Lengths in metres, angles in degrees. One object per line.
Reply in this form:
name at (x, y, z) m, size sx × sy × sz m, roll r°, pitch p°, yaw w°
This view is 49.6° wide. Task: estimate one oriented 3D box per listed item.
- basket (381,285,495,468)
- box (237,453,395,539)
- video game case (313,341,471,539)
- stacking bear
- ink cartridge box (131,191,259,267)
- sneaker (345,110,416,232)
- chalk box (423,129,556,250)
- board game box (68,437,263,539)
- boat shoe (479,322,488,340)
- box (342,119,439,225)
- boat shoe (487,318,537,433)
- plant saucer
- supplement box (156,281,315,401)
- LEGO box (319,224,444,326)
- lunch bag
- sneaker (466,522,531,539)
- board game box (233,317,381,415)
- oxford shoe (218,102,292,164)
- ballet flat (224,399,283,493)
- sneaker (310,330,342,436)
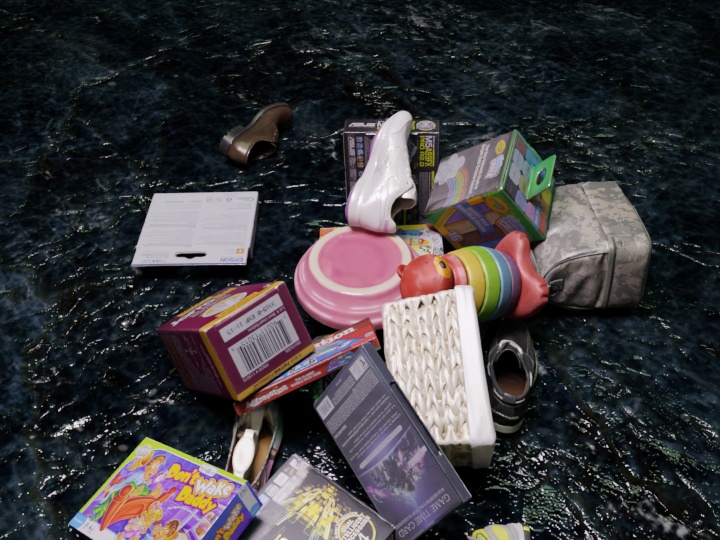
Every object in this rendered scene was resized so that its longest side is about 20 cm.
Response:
basket at (0.094, 0.140, 0.978) m, size 0.120 × 0.136 × 0.205 m, roll -7°, pitch 65°, yaw 3°
box at (-0.077, 0.327, 0.878) m, size 0.159 × 0.050 × 0.200 m, roll 27°, pitch 50°, yaw 27°
video game case at (0.029, 0.203, 0.894) m, size 0.019 × 0.143 × 0.202 m, roll -19°, pitch 66°, yaw -41°
stacking bear at (0.143, 0.018, 1.087) m, size 0.196 × 0.114 × 0.124 m, roll -1°, pitch 59°, yaw -32°
ink cartridge box at (-0.279, -0.061, 1.345) m, size 0.191 × 0.044 × 0.203 m, roll 0°, pitch 43°, yaw 1°
sneaker at (0.051, -0.145, 1.180) m, size 0.098 × 0.075 × 0.204 m, roll 18°, pitch 73°, yaw 13°
chalk box at (0.218, -0.118, 1.199) m, size 0.197 × 0.124 × 0.126 m, roll -14°, pitch 44°, yaw 44°
board game box at (-0.225, 0.279, 0.891) m, size 0.197 × 0.045 × 0.135 m, roll 7°, pitch 45°, yaw 41°
boat shoe at (0.117, 0.100, 1.125) m, size 0.198 × 0.058 × 0.066 m, roll -32°, pitch 48°, yaw -29°
box at (0.053, -0.152, 1.308) m, size 0.156 × 0.204 × 0.045 m, roll 0°, pitch 37°, yaw 5°
boat shoe at (0.212, 0.129, 1.080) m, size 0.070 × 0.069 × 0.202 m, roll 7°, pitch 37°, yaw 12°
plant saucer at (0.000, 0.000, 1.132) m, size 0.195 × 0.052 × 0.203 m, roll -1°, pitch 43°, yaw 0°
supplement box at (-0.171, 0.091, 1.047) m, size 0.130 × 0.105 × 0.198 m, roll -33°, pitch 13°, yaw -30°
LEGO box at (0.034, 0.005, 1.223) m, size 0.194 × 0.078 × 0.151 m, roll -2°, pitch 41°, yaw 0°
lunch bag at (0.336, -0.039, 1.210) m, size 0.163 × 0.142 × 0.202 m, roll -3°, pitch 40°, yaw -1°
sneaker at (0.148, 0.360, 0.823) m, size 0.074 × 0.077 × 0.201 m, roll -3°, pitch 30°, yaw 10°
board game box at (-0.070, 0.121, 1.013) m, size 0.196 × 0.020 × 0.103 m, roll -25°, pitch 11°, yaw 0°
oxford shoe at (-0.191, -0.268, 1.568) m, size 0.083 × 0.073 × 0.200 m, roll 32°, pitch 53°, yaw 14°
ballet flat at (-0.137, 0.217, 0.993) m, size 0.067 × 0.072 × 0.202 m, roll 5°, pitch 41°, yaw 2°
sneaker at (-0.018, 0.149, 1.041) m, size 0.084 × 0.079 × 0.202 m, roll -24°, pitch 39°, yaw 13°
